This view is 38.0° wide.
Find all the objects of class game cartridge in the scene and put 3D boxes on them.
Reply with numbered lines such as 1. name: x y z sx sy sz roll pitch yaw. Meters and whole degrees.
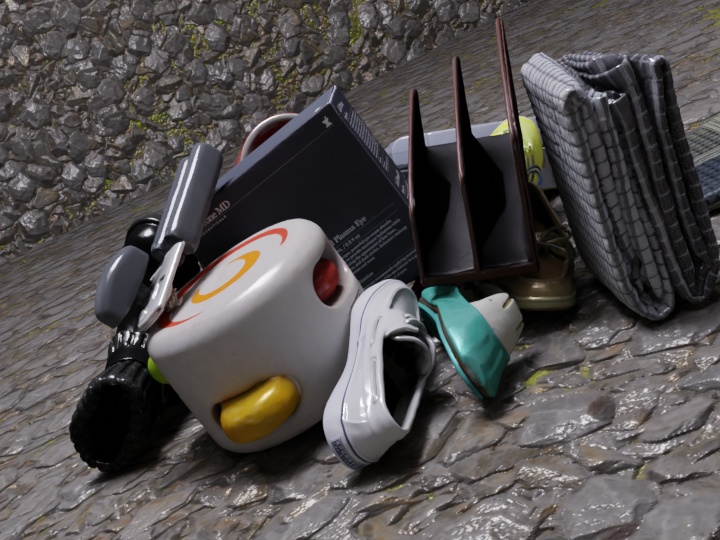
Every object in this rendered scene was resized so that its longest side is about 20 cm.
1. game cartridge: 0.128 -0.148 1.222 0.197 0.042 0.133 -9 7 -5

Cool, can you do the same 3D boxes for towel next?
1. towel: 0.204 -0.079 0.826 0.084 0.202 0.166 -21 16 3
2. towel: 0.343 -0.100 1.032 0.190 0.035 0.200 -26 17 4

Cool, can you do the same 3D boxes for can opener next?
1. can opener: -0.169 -0.034 0.914 0.052 0.066 0.202 -33 32 44

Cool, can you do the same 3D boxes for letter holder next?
1. letter holder: 0.089 -0.109 0.891 0.099 0.144 0.201 -8 38 10

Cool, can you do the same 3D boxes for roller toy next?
1. roller toy: -0.076 0.059 0.899 0.182 0.141 0.199 -41 18 -20

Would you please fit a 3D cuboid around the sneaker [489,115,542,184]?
1. sneaker: 0.148 -0.105 1.061 0.201 0.075 0.077 -57 -8 -45

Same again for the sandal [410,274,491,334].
1. sandal: 0.075 0.018 0.984 0.199 0.049 0.075 -31 18 -27

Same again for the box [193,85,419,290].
1. box: -0.047 -0.043 1.025 0.199 0.183 0.104 -36 15 12

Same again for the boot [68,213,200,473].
1. boot: -0.212 0.066 0.988 0.078 0.215 0.158 4 18 15

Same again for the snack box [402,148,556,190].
1. snack box: 0.126 -0.104 1.244 0.141 0.054 0.199 -14 5 -41

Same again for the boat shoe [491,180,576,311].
1. boat shoe: 0.150 -0.022 0.933 0.072 0.064 0.200 -1 22 -1

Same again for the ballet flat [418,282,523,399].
1. ballet flat: 0.092 0.040 0.839 0.070 0.068 0.200 -34 14 2

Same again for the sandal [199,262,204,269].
1. sandal: -0.164 -0.014 1.261 0.056 0.081 0.201 -9 -2 0

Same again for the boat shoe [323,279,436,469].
1. boat shoe: 0.029 0.070 0.811 0.065 0.074 0.201 -30 27 29

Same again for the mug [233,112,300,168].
1. mug: -0.075 -0.087 1.177 0.131 0.180 0.200 -15 0 -6

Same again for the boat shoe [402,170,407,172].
1. boat shoe: 0.006 -0.091 1.430 0.199 0.072 0.070 -38 22 -23
